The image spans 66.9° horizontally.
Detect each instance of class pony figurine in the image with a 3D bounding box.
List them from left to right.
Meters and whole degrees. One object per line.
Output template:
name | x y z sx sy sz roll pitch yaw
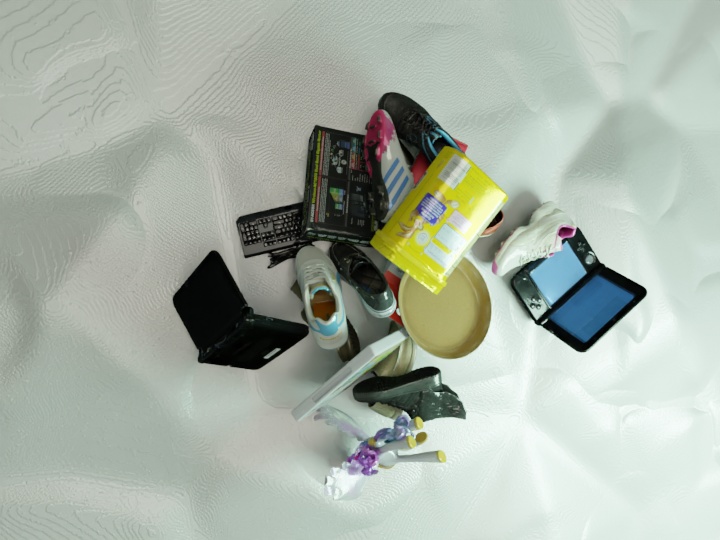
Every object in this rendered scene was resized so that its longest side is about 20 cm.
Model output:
pony figurine | 0.023 0.323 0.972 0.199 0.168 0.193 -28 137 27

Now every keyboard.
keyboard | -0.120 -0.070 1.001 0.198 0.040 0.105 -15 95 -13

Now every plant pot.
plant pot | 0.152 0.062 0.995 0.198 0.027 0.202 6 75 -22

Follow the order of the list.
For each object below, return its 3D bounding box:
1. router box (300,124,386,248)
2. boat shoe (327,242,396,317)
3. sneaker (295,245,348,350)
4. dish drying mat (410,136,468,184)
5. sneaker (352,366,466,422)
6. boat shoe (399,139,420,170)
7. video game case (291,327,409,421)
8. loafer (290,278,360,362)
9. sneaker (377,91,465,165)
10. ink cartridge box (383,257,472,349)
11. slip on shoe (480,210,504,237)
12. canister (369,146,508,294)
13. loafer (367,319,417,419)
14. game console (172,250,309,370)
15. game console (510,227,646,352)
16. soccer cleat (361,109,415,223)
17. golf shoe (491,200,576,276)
router box | -0.025 -0.149 0.989 0.148 0.062 0.202 8 75 -16
boat shoe | 0.000 0.000 0.962 0.068 0.200 0.057 -29 138 -14
sneaker | -0.066 0.029 0.916 0.076 0.081 0.201 -17 54 -6
dish drying mat | 0.121 -0.158 1.003 0.076 0.018 0.202 27 86 0
sneaker | 0.090 0.239 0.992 0.198 0.060 0.105 -12 108 -5
boat shoe | 0.107 -0.196 1.042 0.086 0.075 0.203 -30 97 -13
video game case | -0.009 0.170 0.931 0.182 0.200 0.023 -43 78 18
loafer | -0.064 0.085 0.980 0.067 0.076 0.201 -32 61 5
sneaker | 0.114 -0.247 0.957 0.200 0.082 0.073 43 87 2
ink cartridge box | 0.121 0.022 1.019 0.159 0.047 0.201 33 50 -15
slip on shoe | 0.195 -0.090 1.054 0.198 0.061 0.075 -11 71 -27
canister | 0.132 -0.082 0.900 0.148 0.087 0.201 34 97 -27
loafer | 0.058 0.185 1.039 0.068 0.076 0.202 7 90 -21
game console | -0.206 0.076 0.918 0.175 0.200 0.118 15 56 -32
game console | 0.442 0.032 1.112 0.199 0.116 0.177 -38 101 -12
soccer cleat | 0.054 -0.179 0.958 0.086 0.070 0.203 2 80 -30
golf shoe | 0.350 -0.053 1.098 0.200 0.075 0.091 -43 61 -9
